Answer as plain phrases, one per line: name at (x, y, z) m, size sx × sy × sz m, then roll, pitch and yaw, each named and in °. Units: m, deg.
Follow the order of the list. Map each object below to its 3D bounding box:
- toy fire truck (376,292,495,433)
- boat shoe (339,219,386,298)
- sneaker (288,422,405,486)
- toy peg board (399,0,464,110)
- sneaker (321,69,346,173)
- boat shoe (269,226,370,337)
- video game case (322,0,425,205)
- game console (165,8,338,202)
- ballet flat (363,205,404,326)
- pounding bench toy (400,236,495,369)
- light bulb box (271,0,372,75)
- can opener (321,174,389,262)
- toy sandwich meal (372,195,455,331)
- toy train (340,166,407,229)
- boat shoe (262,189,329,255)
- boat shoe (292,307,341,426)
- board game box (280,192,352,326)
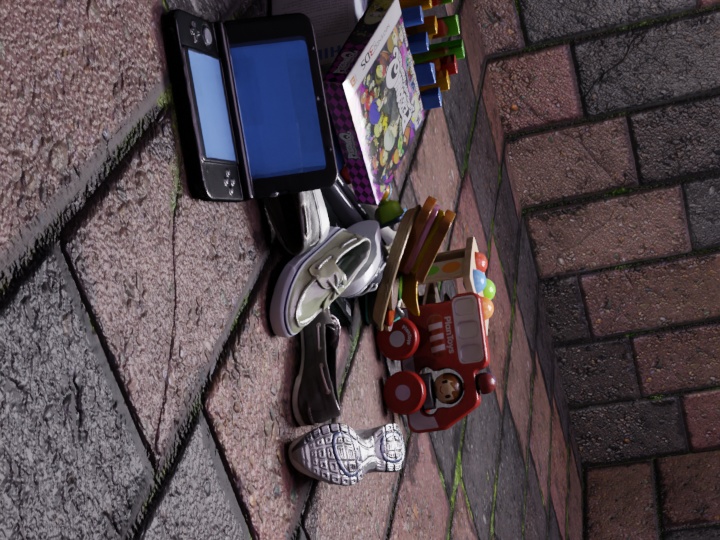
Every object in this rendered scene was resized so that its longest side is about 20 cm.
toy fire truck at (0.122, 0.144, 1.835) m, size 0.112 × 0.165 × 0.204 m, roll 22°, pitch 59°, yaw -71°
boat shoe at (0.000, 0.000, 1.575) m, size 0.201 × 0.071 × 0.069 m, roll -79°, pitch 153°, yaw -67°
sneaker at (-0.026, 0.227, 1.441) m, size 0.199 × 0.086 × 0.076 m, roll 12°, pitch 69°, yaw -54°
toy peg board at (0.089, -0.337, 1.695) m, size 0.201 × 0.096 × 0.202 m, roll -84°, pitch 161°, yaw -51°
sneaker at (-0.086, -0.195, 1.469) m, size 0.202 × 0.076 × 0.112 m, roll 63°, pitch 33°, yaw -20°
boat shoe at (-0.048, 0.008, 1.441) m, size 0.201 × 0.061 × 0.073 m, roll -58°, pitch 144°, yaw -46°
video game case at (0.021, -0.219, 1.522) m, size 0.183 × 0.035 × 0.202 m, roll -61°, pitch 148°, yaw -36°
game console at (-0.115, -0.184, 1.288) m, size 0.176 × 0.114 × 0.204 m, roll -8°, pitch 87°, yaw -75°
ballet flat at (0.036, -0.014, 1.808) m, size 0.068 × 0.067 × 0.204 m, roll 42°, pitch 40°, yaw -72°
pounding bench toy at (0.157, 0.068, 2.030) m, size 0.125 × 0.153 × 0.202 m, roll -76°, pitch 152°, yaw -56°
light bulb box at (-0.035, -0.308, 1.633) m, size 0.199 × 0.123 × 0.203 m, roll 53°, pitch 30°, yaw -60°
can opener at (-0.014, -0.062, 1.689) m, size 0.201 × 0.066 × 0.053 m, roll 57°, pitch 20°, yaw -36°
toy sandwich meal at (0.077, -0.005, 1.680) m, size 0.205 × 0.069 × 0.209 m, roll 18°, pitch 89°, yaw -85°
toy train at (0.025, -0.118, 1.666) m, size 0.200 × 0.084 × 0.117 m, roll -125°, pitch -170°, yaw -89°
boat shoe at (-0.093, -0.118, 1.404) m, size 0.064 × 0.070 × 0.203 m, roll -36°, pitch 108°, yaw -58°
boat shoe at (-0.044, 0.105, 1.470) m, size 0.067 × 0.056 × 0.202 m, roll 63°, pitch 23°, yaw -45°
board game box at (-0.055, -0.033, 1.569) m, size 0.201 × 0.028 × 0.137 m, roll 58°, pitch 27°, yaw -53°
